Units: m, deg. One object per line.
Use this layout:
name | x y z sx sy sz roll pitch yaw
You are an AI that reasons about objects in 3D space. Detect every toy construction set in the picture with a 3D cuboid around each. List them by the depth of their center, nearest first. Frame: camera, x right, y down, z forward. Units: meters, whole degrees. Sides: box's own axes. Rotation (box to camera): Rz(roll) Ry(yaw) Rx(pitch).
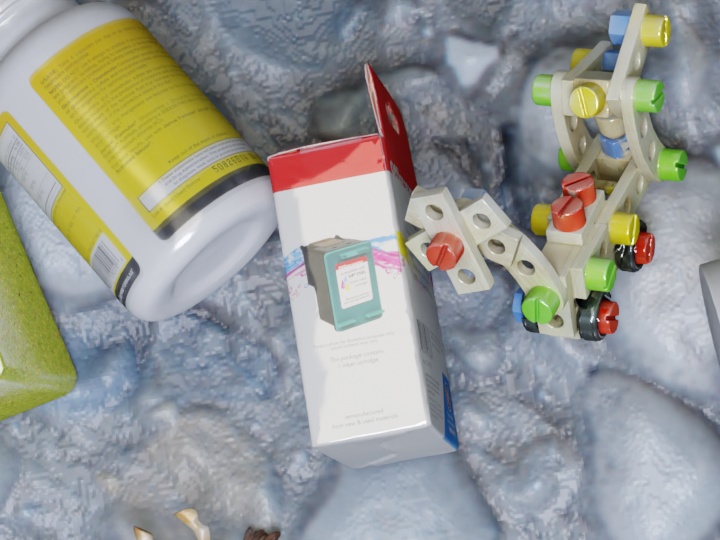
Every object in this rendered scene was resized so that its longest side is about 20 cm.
toy construction set | 0.110 -0.042 1.359 0.092 0.132 0.200 19 46 35

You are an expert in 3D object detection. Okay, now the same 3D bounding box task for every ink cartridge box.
ink cartridge box | 0.000 0.000 1.383 0.067 0.116 0.201 -11 78 8

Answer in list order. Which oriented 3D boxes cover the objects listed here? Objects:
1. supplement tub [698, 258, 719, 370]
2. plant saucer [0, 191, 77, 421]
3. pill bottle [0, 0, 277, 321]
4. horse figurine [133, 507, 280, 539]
supplement tub | 0.288 0.031 1.327 0.199 0.144 0.145 -15 78 4
plant saucer | -0.285 0.016 1.410 0.199 0.048 0.200 -22 100 -1
pill bottle | -0.142 -0.077 1.418 0.112 0.112 0.200 -41 78 -1
horse figurine | -0.124 0.212 1.390 0.199 0.050 0.133 -22 90 -4
